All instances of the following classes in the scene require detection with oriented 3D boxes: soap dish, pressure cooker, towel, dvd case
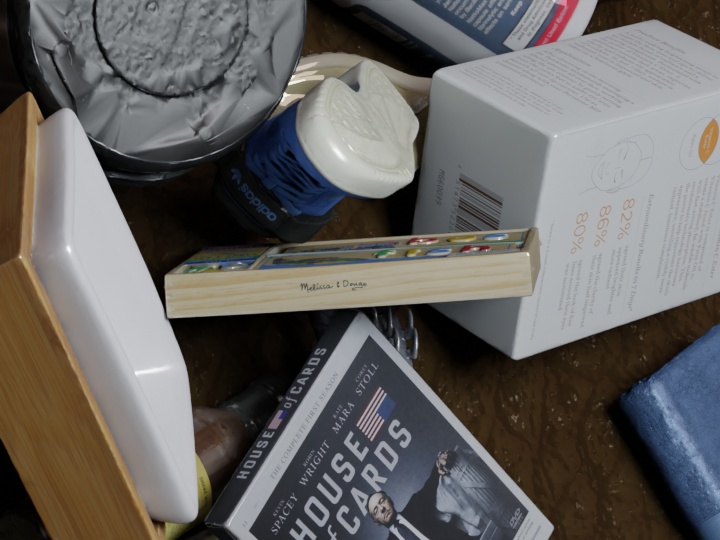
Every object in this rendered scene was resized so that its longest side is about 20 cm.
[{"bbox_3d":[-0.150,0.033,1.283,0.157,0.081,0.200,-100,171,-56],"label":"soap dish"},{"bbox_3d":[-0.139,-0.146,1.405,0.179,0.200,0.176,-43,115,-16],"label":"pressure cooker"},{"bbox_3d":[0.247,0.141,1.627,0.112,0.049,0.200,-30,88,-40],"label":"towel"},{"bbox_3d":[0.015,0.142,1.407,0.200,0.025,0.150,49,60,-30],"label":"dvd case"}]

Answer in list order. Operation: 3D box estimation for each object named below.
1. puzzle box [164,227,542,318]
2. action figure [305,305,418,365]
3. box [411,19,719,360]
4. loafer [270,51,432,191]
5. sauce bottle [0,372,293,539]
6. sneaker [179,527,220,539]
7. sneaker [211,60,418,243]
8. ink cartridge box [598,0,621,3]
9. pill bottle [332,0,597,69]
[{"bbox_3d":[0.000,0.000,1.407,0.200,0.133,0.025,-4,96,6],"label":"puzzle box"},{"bbox_3d":[0.015,0.113,1.466,0.130,0.069,0.200,-2,76,-48],"label":"action figure"},{"bbox_3d":[0.140,-0.054,1.558,0.200,0.153,0.106,-16,35,-39],"label":"box"},{"bbox_3d":[0.008,-0.083,1.547,0.200,0.076,0.068,2,62,-34],"label":"loafer"},{"bbox_3d":[-0.108,0.116,1.383,0.200,0.065,0.065,-29,87,-39],"label":"sauce bottle"},{"bbox_3d":[-0.102,0.195,1.349,0.200,0.076,0.081,-25,94,-38],"label":"sneaker"},{"bbox_3d":[-0.032,-0.054,1.405,0.077,0.111,0.200,51,13,-8],"label":"sneaker"},{"bbox_3d":[0.128,-0.244,1.631,0.200,0.198,0.047,29,84,-18],"label":"ink cartridge box"},{"bbox_3d":[0.042,-0.203,1.597,0.200,0.120,0.120,30,55,-20],"label":"pill bottle"}]
